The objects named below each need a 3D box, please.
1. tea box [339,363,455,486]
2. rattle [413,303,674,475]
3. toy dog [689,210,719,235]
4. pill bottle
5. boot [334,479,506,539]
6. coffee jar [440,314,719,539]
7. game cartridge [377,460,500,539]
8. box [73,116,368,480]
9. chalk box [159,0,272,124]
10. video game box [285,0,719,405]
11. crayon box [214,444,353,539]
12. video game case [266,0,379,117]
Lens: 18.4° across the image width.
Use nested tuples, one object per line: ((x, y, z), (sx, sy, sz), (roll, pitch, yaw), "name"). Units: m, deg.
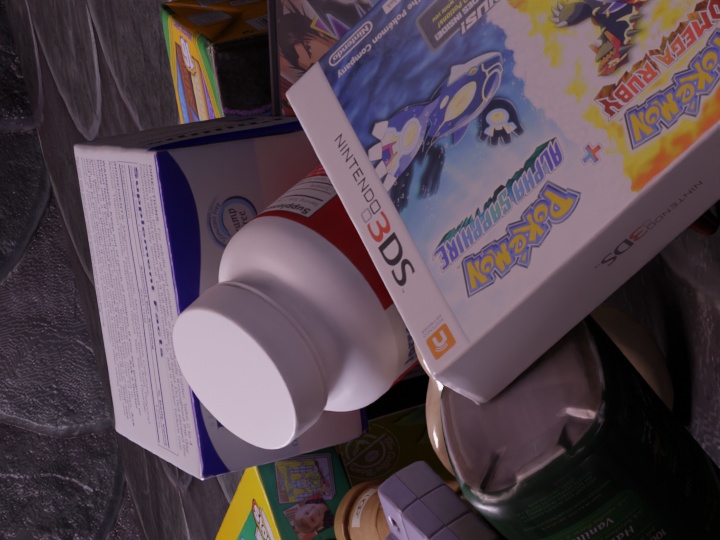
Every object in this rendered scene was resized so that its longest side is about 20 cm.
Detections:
((0.043, 0.169, 1.396), (0.201, 0.133, 0.197), (92, 156, -48), "tea box")
((0.077, 0.016, 1.121), (0.200, 0.130, 0.143), (47, -141, -30), "rattle")
((0.100, -0.066, 1.034), (0.096, 0.132, 0.200), (36, -160, -41), "toy dog")
((0.000, 0.000, 1.153), (0.112, 0.200, 0.113), (30, 142, 27), "pill bottle")
((0.082, 0.161, 1.143), (0.066, 0.174, 0.200), (-68, 14, -12), "boot")
((0.123, 0.112, 0.987), (0.200, 0.085, 0.105), (46, -163, -32), "coffee jar")
((0.069, 0.191, 0.995), (0.130, 0.038, 0.201), (48, 161, 45), "game cartridge")
((-0.085, 0.009, 1.295), (0.200, 0.104, 0.185), (-167, 68, -69), "box")
((-0.046, -0.084, 1.481), (0.124, 0.124, 0.201), (-135, 33, -61), "chalk box")
((0.076, -0.075, 0.948), (0.047, 0.200, 0.183), (25, -152, -49), "video game box")
((-0.021, 0.220, 1.314), (0.173, 0.058, 0.201), (117, 136, -64), "crayon box")
((0.024, -0.092, 1.238), (0.180, 0.025, 0.201), (28, 141, 26), "video game case")
